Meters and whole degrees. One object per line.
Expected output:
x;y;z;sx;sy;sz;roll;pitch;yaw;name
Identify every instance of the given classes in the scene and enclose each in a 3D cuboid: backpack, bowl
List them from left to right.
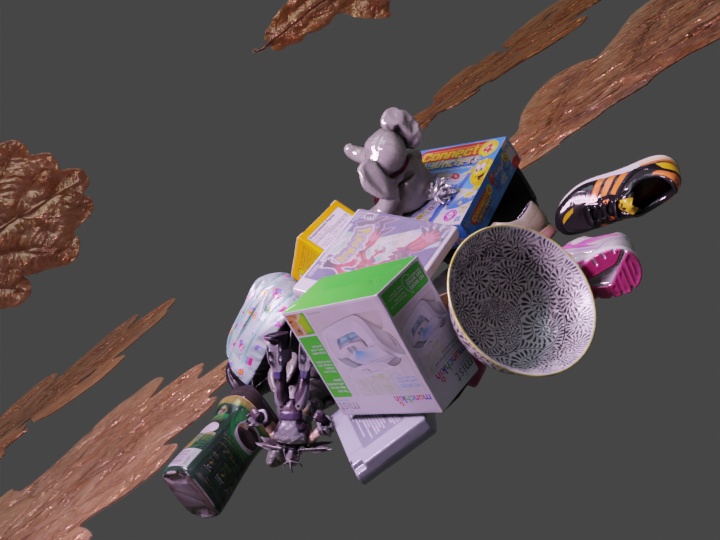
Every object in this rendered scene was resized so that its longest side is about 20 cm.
-0.143;0.107;1.427;0.166;0.126;0.201;-18;-41;-58;backpack
0.185;0.053;1.060;0.201;0.200;0.094;-45;-5;-31;bowl

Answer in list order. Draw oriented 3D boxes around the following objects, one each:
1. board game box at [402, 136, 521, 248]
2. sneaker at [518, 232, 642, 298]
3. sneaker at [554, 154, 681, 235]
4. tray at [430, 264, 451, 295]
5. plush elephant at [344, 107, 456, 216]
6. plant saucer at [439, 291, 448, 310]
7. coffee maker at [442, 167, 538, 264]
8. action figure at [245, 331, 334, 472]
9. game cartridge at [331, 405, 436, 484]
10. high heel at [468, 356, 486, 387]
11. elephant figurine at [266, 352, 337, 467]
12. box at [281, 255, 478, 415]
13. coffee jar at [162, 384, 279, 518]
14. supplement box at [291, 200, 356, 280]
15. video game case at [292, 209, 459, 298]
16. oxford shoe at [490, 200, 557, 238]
0.145;-0.126;1.422;0.199;0.056;0.197;-3;49;46;board game box
0.285;0.006;1.135;0.198;0.082;0.088;-17;19;32;sneaker
0.377;-0.104;1.249;0.199;0.070;0.090;-26;15;23;sneaker
0.135;0.041;1.416;0.200;0.022;0.107;-39;18;-13;tray
0.042;-0.167;1.379;0.199;0.155;0.165;-1;49;48;plush elephant
0.135;0.055;1.249;0.198;0.036;0.200;-22;-8;-3;plant saucer
0.213;-0.105;1.509;0.199;0.135;0.193;-33;32;11;coffee maker
-0.100;0.190;1.202;0.128;0.203;0.069;0;4;4;action figure
0.033;0.204;1.149;0.133;0.041;0.200;-39;17;0;game cartridge
0.095;0.135;1.182;0.199;0.067;0.097;-17;47;37;high heel
-0.083;0.180;1.305;0.200;0.142;0.155;-47;-16;17;elephant figurine
0.025;0.091;1.102;0.199;0.178;0.097;-12;23;48;box
-0.209;0.275;1.306;0.085;0.105;0.200;-16;24;40;coffee jar
0.000;0.000;1.367;0.109;0.199;0.110;-46;-17;-35;supplement box
0.024;-0.013;1.251;0.181;0.023;0.200;12;46;31;video game case
0.216;-0.034;1.350;0.199;0.074;0.071;-35;1;-9;oxford shoe
